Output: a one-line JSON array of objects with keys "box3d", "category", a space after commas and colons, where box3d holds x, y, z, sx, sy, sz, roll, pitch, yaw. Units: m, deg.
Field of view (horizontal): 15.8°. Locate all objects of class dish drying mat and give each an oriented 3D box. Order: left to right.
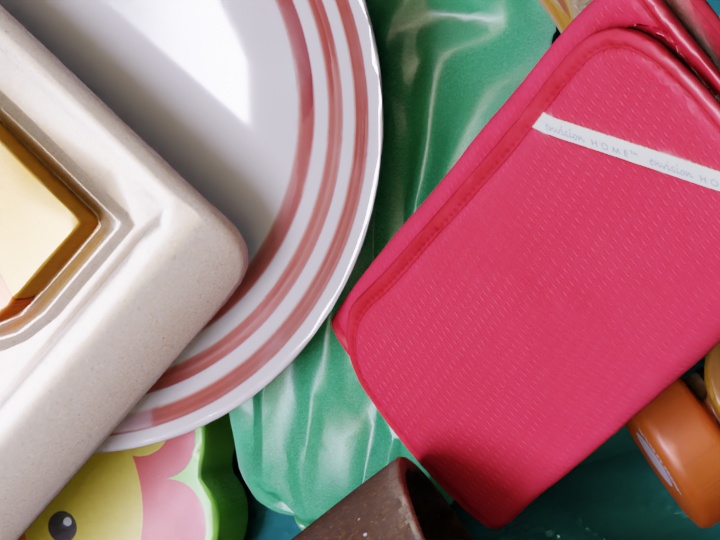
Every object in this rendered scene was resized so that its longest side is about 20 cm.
[{"box3d": [0.047, 0.002, 0.632, 0.077, 0.018, 0.200, 51, 149, 7], "category": "dish drying mat"}]

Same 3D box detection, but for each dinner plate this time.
[{"box3d": [-0.087, -0.048, 0.726, 0.200, 0.024, 0.201, 5, 105, 17], "category": "dinner plate"}]

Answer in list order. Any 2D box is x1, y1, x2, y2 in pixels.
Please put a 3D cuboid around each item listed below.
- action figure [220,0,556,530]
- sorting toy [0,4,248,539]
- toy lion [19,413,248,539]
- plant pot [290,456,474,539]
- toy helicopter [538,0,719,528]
[{"box3d": [0.000, 0.000, 0.747, 0.118, 0.055, 0.200, 4, 100, 15], "category": "action figure"}, {"box3d": [-0.160, -0.004, 0.711, 0.200, 0.036, 0.185, 42, 99, 4], "category": "sorting toy"}, {"box3d": [-0.130, 0.096, 0.803, 0.200, 0.069, 0.192, -6, 89, 18], "category": "toy lion"}, {"box3d": [-0.028, 0.179, 0.687, 0.200, 0.187, 0.187, -30, 88, 4], "category": "plant pot"}, {"box3d": [0.088, -0.012, 0.646, 0.079, 0.132, 0.200, -32, 109, -1], "category": "toy helicopter"}]
